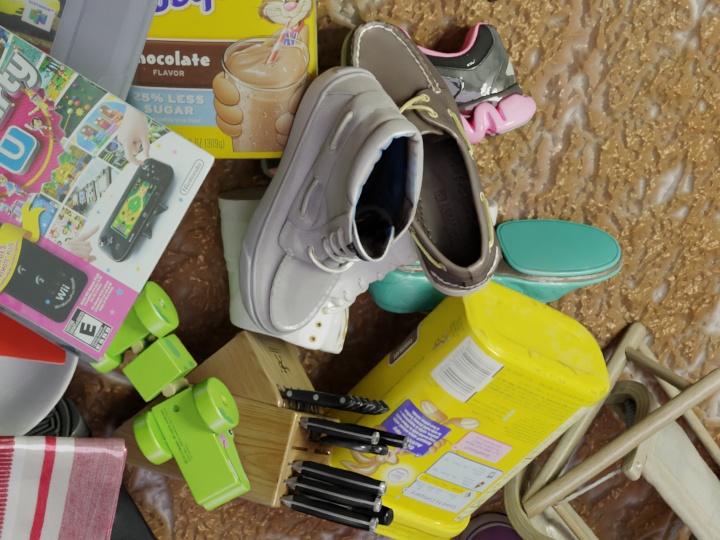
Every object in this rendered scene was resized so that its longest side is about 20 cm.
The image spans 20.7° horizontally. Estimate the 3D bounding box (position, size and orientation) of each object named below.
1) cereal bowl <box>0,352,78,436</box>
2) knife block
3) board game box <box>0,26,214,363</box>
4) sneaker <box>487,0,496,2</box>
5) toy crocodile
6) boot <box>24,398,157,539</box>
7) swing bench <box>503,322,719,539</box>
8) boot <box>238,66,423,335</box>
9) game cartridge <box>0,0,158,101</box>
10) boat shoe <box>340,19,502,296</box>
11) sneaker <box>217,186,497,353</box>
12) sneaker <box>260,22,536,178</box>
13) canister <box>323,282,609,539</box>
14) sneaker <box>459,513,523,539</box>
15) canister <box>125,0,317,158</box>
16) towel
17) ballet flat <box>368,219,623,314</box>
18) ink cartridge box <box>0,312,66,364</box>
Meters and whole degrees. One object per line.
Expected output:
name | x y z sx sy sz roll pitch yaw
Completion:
cereal bowl | -0.294 0.031 1.351 0.198 0.083 0.202 -7 119 -13
knife block | -0.066 0.142 1.409 0.199 0.176 0.064 -37 154 20
board game box | -0.212 -0.056 1.212 0.199 0.064 0.148 31 82 -10
sneaker | 0.144 -0.272 1.352 0.200 0.070 0.082 -42 101 7
toy crocodile | -0.137 0.072 1.383 0.067 0.062 0.201 -32 86 16
boot | -0.243 0.199 1.476 0.163 0.066 0.201 -17 133 8
swing bench | 0.228 0.190 1.553 0.200 0.130 0.199 -44 121 -9
boot | -0.019 -0.026 1.292 0.073 0.096 0.201 0 121 -31
game cartridge | -0.226 -0.185 1.236 0.199 0.041 0.134 22 119 -3
boat shoe | 0.040 -0.082 1.323 0.071 0.060 0.202 -19 80 -4
sneaker | 0.000 0.000 1.399 0.198 0.074 0.117 0 101 11
sneaker | 0.020 -0.119 1.391 0.198 0.079 0.096 -18 96 -6
canister | 0.069 0.107 1.463 0.148 0.087 0.200 23 127 -31
sneaker | 0.170 0.284 1.619 0.200 0.114 0.073 28 105 -29
canister | -0.097 -0.178 1.290 0.147 0.087 0.202 0 120 2
towel | -0.270 0.171 1.383 0.198 0.023 0.145 2 129 -17
ballet flat | 0.096 0.002 1.480 0.198 0.068 0.071 -1 136 -15
ink cartridge box | -0.254 -0.049 1.258 0.159 0.202 0.047 10 149 -19
